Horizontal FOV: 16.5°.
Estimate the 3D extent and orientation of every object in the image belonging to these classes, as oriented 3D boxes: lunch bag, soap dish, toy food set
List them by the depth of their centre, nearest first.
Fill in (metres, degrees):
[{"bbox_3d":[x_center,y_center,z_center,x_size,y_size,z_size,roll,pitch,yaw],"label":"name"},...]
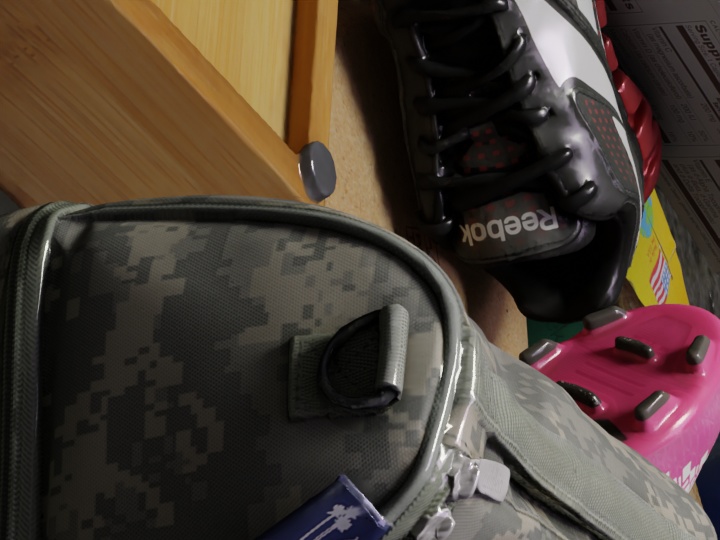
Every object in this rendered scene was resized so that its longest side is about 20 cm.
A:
[{"bbox_3d":[-0.016,0.064,0.599,0.200,0.168,0.140,39,45,-55],"label":"lunch bag"},{"bbox_3d":[-0.065,-0.106,0.675,0.157,0.081,0.200,46,40,-51],"label":"soap dish"},{"bbox_3d":[0.000,0.000,0.814,0.198,0.049,0.200,-33,110,-65],"label":"toy food set"}]

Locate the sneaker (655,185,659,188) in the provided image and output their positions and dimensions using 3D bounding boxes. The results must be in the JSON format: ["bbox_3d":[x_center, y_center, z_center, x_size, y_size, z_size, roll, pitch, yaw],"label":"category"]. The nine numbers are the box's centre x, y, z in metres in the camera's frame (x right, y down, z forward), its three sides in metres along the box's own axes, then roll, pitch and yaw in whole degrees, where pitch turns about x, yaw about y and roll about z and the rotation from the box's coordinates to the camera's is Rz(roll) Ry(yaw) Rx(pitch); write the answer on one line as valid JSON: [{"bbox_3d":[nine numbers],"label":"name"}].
[{"bbox_3d":[0.091,-0.104,0.927,0.200,0.078,0.085,60,36,-18],"label":"sneaker"}]

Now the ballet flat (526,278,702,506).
[{"bbox_3d":[0.093,0.078,0.863,0.072,0.068,0.200,41,25,-30],"label":"ballet flat"}]

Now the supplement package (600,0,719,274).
[{"bbox_3d":[0.154,-0.120,0.859,0.200,0.111,0.156,52,57,-33],"label":"supplement package"}]

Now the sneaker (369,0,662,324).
[{"bbox_3d":[0.045,-0.058,0.785,0.201,0.071,0.098,61,28,-43],"label":"sneaker"}]

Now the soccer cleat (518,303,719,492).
[{"bbox_3d":[0.053,0.094,0.764,0.200,0.070,0.086,-46,131,-30],"label":"soccer cleat"}]

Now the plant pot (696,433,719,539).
[{"bbox_3d":[0.202,0.117,1.051,0.200,0.180,0.200,71,25,-15],"label":"plant pot"}]

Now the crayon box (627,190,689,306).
[{"bbox_3d":[0.072,-0.032,0.988,0.200,0.051,0.127,67,26,-22],"label":"crayon box"}]
